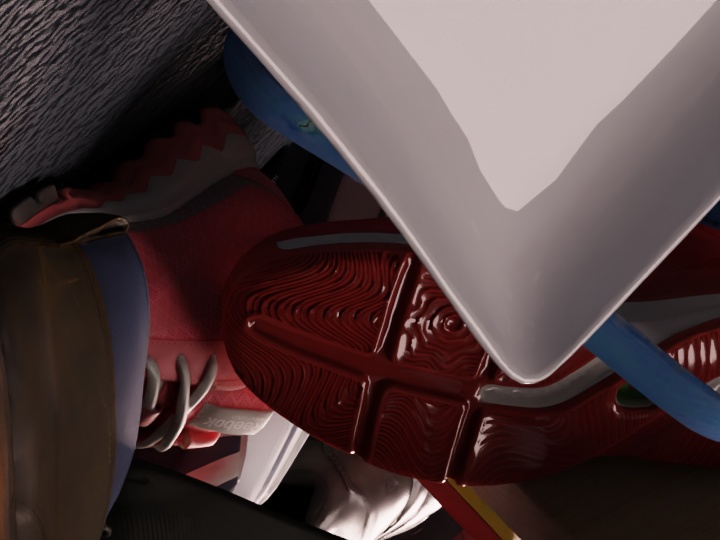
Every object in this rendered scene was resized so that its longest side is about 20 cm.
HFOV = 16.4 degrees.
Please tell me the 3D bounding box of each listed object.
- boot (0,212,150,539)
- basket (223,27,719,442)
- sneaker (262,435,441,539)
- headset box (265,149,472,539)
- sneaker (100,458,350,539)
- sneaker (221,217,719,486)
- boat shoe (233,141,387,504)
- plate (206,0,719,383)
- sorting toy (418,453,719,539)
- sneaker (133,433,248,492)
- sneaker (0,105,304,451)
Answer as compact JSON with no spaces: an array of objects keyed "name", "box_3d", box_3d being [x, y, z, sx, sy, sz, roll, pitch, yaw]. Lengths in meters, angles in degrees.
[{"name":"boot","box_3d":[-0.085,0.081,0.607,0.097,0.074,0.201,-28,126,-55]},{"name":"basket","box_3d":[0.077,-0.069,0.683,0.200,0.176,0.139,-56,-174,-38]},{"name":"sneaker","box_3d":[-0.056,0.107,0.919,0.200,0.076,0.091,-45,168,34]},{"name":"headset box","box_3d":[-0.005,0.072,1.032,0.149,0.200,0.075,-47,175,6]},{"name":"sneaker","box_3d":[-0.014,0.131,0.687,0.076,0.199,0.115,-11,-118,57]},{"name":"sneaker","box_3d":[0.049,0.003,0.758,0.116,0.199,0.079,-108,-147,-56]},{"name":"boat shoe","box_3d":[0.000,0.000,0.848,0.073,0.065,0.201,11,-106,63]},{"name":"plate","box_3d":[0.057,-0.099,0.561,0.200,0.032,0.200,-46,134,-6]},{"name":"sorting toy","box_3d":[0.122,0.058,0.805,0.199,0.199,0.070,-21,138,-30]},{"name":"sneaker","box_3d":[-0.107,0.054,0.776,0.080,0.129,0.200,-49,-148,34]},{"name":"sneaker","box_3d":[-0.064,0.018,0.715,0.074,0.087,0.200,-49,174,35]}]
